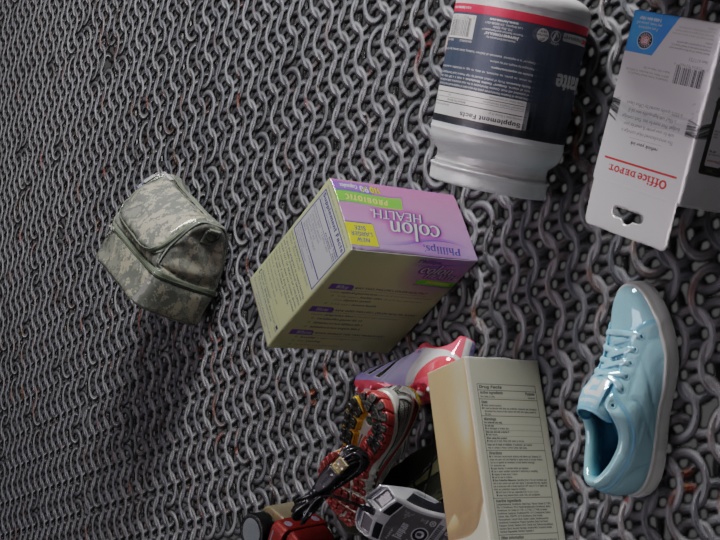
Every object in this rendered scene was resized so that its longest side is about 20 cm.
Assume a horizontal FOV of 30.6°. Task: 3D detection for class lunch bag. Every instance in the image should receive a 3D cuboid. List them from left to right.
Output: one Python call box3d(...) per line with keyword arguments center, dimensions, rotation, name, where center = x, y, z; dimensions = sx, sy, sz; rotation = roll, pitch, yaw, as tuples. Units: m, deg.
box3d(center=(-0.290, -0.040, 1.992), dimensions=(0.169, 0.139, 0.200), rotation=(-58, 40, 9), name="lunch bag")

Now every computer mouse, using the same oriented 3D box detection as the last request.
box3d(center=(0.032, 0.261, 1.421), dimensions=(0.110, 0.199, 0.044), rotation=(-54, 21, 20), name="computer mouse")

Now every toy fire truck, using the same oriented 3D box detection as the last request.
box3d(center=(-0.083, 0.412, 1.637), dimensions=(0.199, 0.128, 0.178), rotation=(32, 112, 40), name="toy fire truck")

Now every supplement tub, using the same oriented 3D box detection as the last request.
box3d(center=(0.149, -0.183, 1.340), dimensions=(0.140, 0.139, 0.202), rotation=(23, 105, 55), name="supplement tub")

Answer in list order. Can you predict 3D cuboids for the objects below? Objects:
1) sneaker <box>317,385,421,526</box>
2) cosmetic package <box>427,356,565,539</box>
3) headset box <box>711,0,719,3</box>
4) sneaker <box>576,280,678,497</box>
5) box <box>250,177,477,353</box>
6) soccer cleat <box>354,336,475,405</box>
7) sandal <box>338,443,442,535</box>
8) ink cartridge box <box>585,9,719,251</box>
box3d(center=(0.016, 0.208, 1.465), dimensions=(0.078, 0.082, 0.201), rotation=(47, 132, 27), name="sneaker")
box3d(center=(0.137, 0.194, 1.339), dimensions=(0.071, 0.104, 0.202), rotation=(-30, 60, 51), name="cosmetic package")
box3d(center=(0.267, -0.305, 1.150), dimensions=(0.200, 0.173, 0.093), rotation=(48, 124, 49), name="headset box")
box3d(center=(0.241, 0.108, 1.214), dimensions=(0.074, 0.081, 0.202), rotation=(-8, 79, 54), name="sneaker")
box3d(center=(0.000, 0.000, 1.504), dimensions=(0.200, 0.175, 0.097), rotation=(-48, 49, 42), name="box")
box3d(center=(0.063, 0.119, 1.509), dimensions=(0.199, 0.067, 0.077), rotation=(-14, 45, 60), name="soccer cleat")
box3d(center=(0.048, 0.257, 1.512), dimensions=(0.200, 0.057, 0.081), rotation=(-24, 60, 37), name="sandal")
box3d(center=(0.284, -0.125, 1.194), dimensions=(0.116, 0.067, 0.202), rotation=(28, 108, 54), name="ink cartridge box")
